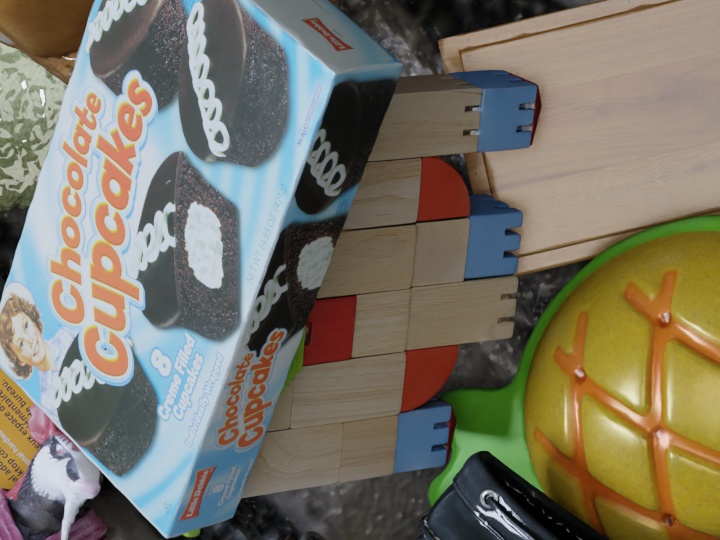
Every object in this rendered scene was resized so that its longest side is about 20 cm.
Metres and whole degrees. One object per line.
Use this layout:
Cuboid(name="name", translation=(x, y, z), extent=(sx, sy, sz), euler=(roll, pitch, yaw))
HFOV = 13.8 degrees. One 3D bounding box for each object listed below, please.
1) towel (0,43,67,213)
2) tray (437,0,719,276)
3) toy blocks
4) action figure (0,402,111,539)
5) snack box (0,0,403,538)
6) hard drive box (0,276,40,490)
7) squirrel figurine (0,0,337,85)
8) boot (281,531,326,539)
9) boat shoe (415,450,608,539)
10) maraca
Cuboid(name="towel", translation=(-0.129, -0.099, 1.196), extent=(0.199, 0.036, 0.149), euler=(-16, 93, 5))
Cuboid(name="tray", translation=(0.139, -0.067, 1.175), extent=(0.199, 0.037, 0.099), euler=(-13, 92, 5))
Cuboid(name="toy blocks", translation=(0.000, 0.000, 1.130), extent=(0.136, 0.100, 0.201), euler=(-6, 110, -33))
Cuboid(name="action figure", translation=(-0.127, 0.146, 1.120), extent=(0.133, 0.149, 0.201), euler=(18, 79, 4))
Cuboid(name="snack box", translation=(-0.064, -0.019, 1.053), extent=(0.116, 0.037, 0.201), euler=(42, 126, 32))
Cuboid(name="hard drive box", translation=(-0.221, 0.070, 1.173), extent=(0.200, 0.077, 0.156), euler=(-40, 108, 7))
Cuboid(name="squirrel figurine", translation=(-0.085, -0.166, 1.120), extent=(0.200, 0.141, 0.187), euler=(33, 86, -14))
Cuboid(name="boot", translation=(0.028, 0.168, 1.135), extent=(0.174, 0.200, 0.069), euler=(47, 58, -4))
Cuboid(name="boat shoe", translation=(0.113, 0.127, 1.094), extent=(0.199, 0.074, 0.066), euler=(26, 99, 17))
Cuboid(name="maraca", translation=(0.114, 0.062, 1.153), extent=(0.200, 0.107, 0.137), euler=(-35, 81, 26))
